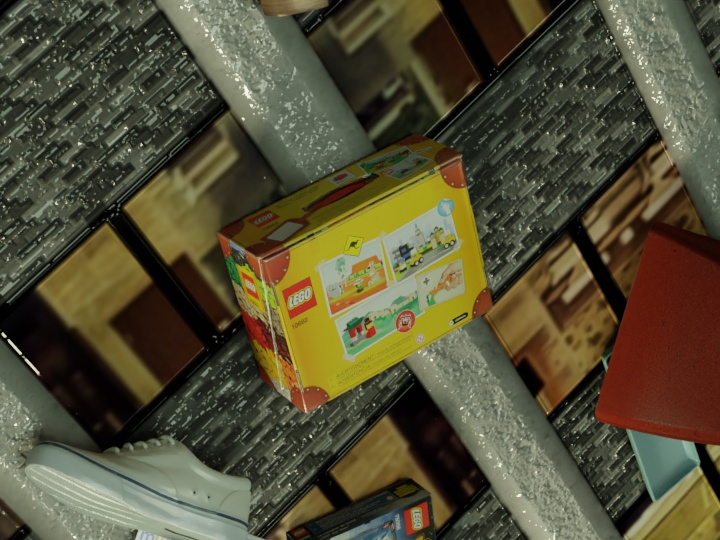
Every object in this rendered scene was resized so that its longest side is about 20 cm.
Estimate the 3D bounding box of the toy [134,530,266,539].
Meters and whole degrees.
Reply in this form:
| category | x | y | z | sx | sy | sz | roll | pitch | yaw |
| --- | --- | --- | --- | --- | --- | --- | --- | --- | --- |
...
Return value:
| category | x | y | z | sx | sy | sz | roll | pitch | yaw |
| --- | --- | --- | --- | --- | --- | --- | --- | --- | --- |
| toy | -0.148 | 0.304 | 1.264 | 0.114 | 0.047 | 0.202 | 23 | 79 | -23 |

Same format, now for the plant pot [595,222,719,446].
| category | x | y | z | sx | sy | sz | roll | pitch | yaw |
| --- | --- | --- | --- | --- | --- | --- | --- | --- | --- |
| plant pot | 0.376 | 0.085 | 1.486 | 0.199 | 0.176 | 0.202 | 12 | 96 | -40 |

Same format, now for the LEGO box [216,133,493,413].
| category | x | y | z | sx | sy | sz | roll | pitch | yaw |
| --- | --- | --- | --- | --- | --- | --- | --- | --- | --- |
| LEGO box | 0.000 | 0.000 | 1.278 | 0.199 | 0.077 | 0.150 | -27 | 121 | -23 |

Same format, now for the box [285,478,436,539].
| category | x | y | z | sx | sy | sz | roll | pitch | yaw |
| --- | --- | --- | --- | --- | --- | --- | --- | --- | --- |
| box | 0.009 | 0.306 | 1.424 | 0.136 | 0.040 | 0.202 | -19 | 117 | -26 |

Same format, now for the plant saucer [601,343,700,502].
| category | x | y | z | sx | sy | sz | roll | pitch | yaw |
| --- | --- | --- | --- | --- | --- | --- | --- | --- | --- |
| plant saucer | 0.292 | 0.142 | 1.568 | 0.070 | 0.019 | 0.201 | -36 | 124 | -19 |

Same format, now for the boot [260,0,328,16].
| category | x | y | z | sx | sy | sz | roll | pitch | yaw |
| --- | --- | --- | --- | --- | --- | --- | --- | --- | --- |
| boot | -0.002 | -0.290 | 1.174 | 0.199 | 0.073 | 0.156 | -21 | 114 | -29 |

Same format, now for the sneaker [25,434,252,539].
| category | x | y | z | sx | sy | sz | roll | pitch | yaw |
| --- | --- | --- | --- | --- | --- | --- | --- | --- | --- |
| sneaker | -0.174 | 0.166 | 1.240 | 0.199 | 0.073 | 0.071 | 27 | 59 | -31 |
